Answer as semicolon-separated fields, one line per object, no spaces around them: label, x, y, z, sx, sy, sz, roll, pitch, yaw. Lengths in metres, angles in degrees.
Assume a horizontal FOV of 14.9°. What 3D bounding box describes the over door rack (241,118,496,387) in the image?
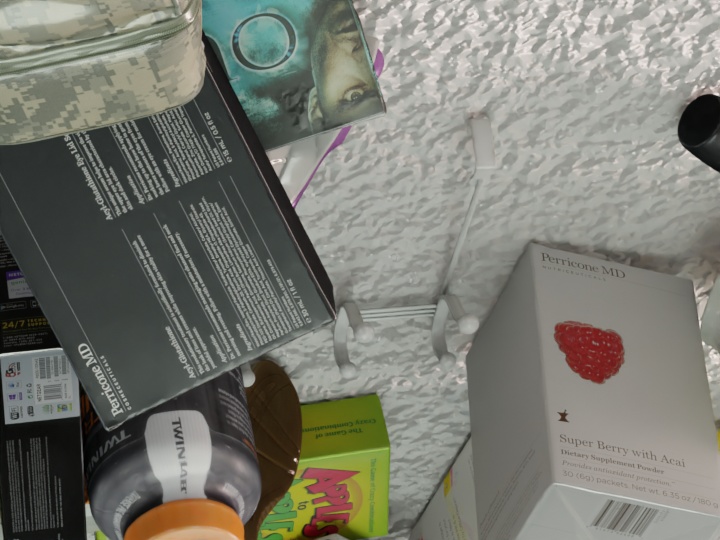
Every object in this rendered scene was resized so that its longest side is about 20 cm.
over door rack;0.000;0.000;1.695;0.147;0.067;0.200;-4;139;-12

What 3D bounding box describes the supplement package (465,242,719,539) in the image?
supplement package;0.145;0.102;1.738;0.121;0.200;0.120;12;135;-15

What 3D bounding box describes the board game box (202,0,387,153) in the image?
board game box;-0.099;-0.119;1.505;0.199;0.028;0.136;-18;104;5

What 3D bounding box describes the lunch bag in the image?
lunch bag;-0.160;-0.189;1.338;0.139;0.201;0.168;-11;143;-8

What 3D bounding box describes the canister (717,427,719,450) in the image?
canister;0.349;0.179;1.935;0.200;0.149;0.087;27;126;-35

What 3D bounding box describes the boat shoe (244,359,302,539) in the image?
boat shoe;-0.096;0.144;1.753;0.072;0.201;0.072;-11;137;34

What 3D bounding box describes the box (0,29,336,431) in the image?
box;-0.118;-0.038;1.471;0.141;0.079;0.201;-26;103;3

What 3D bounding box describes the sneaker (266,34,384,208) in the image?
sneaker;-0.072;-0.068;1.572;0.099;0.075;0.200;31;103;-7

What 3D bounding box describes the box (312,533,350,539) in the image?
box;-0.064;0.250;1.922;0.199;0.060;0.117;-21;148;31

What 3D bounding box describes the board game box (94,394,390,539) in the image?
board game box;-0.082;0.145;1.852;0.199;0.048;0.102;-7;139;-7

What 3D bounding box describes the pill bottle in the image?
pill bottle;-0.118;0.099;1.672;0.106;0.200;0.106;-8;139;-7

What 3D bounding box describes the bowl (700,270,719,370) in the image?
bowl;0.282;0.033;1.759;0.107;0.200;0.201;25;143;20

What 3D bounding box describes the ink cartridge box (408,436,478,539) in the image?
ink cartridge box;0.127;0.195;1.905;0.125;0.129;0.200;7;137;-22

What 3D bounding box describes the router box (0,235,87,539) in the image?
router box;-0.197;0.052;1.630;0.052;0.158;0.200;-6;138;-9

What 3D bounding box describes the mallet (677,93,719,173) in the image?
mallet;0.286;-0.123;1.659;0.200;0.041;0.066;-36;134;19

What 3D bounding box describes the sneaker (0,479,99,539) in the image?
sneaker;-0.202;0.154;1.779;0.199;0.076;0.092;-6;133;26
